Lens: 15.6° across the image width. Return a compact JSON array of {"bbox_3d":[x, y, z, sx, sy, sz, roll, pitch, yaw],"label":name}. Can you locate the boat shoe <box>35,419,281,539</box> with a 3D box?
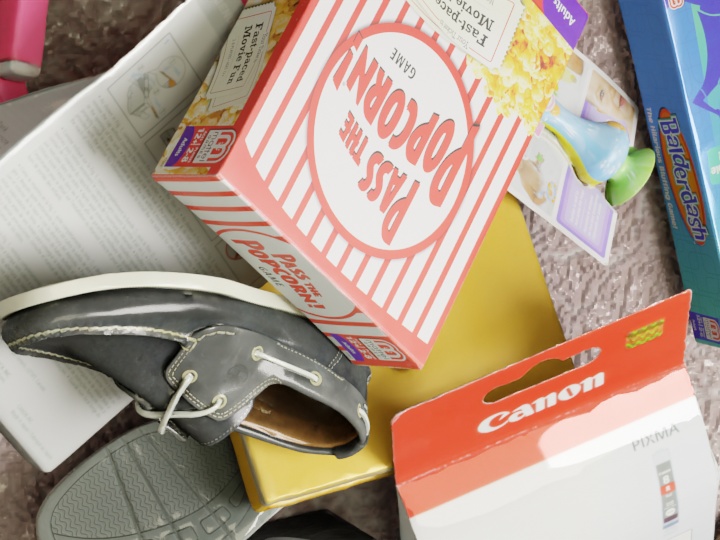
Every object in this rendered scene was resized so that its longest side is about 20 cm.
[{"bbox_3d":[-0.066,0.096,1.296,0.202,0.065,0.075,-30,86,-16],"label":"boat shoe"}]

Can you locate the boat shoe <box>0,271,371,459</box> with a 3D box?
[{"bbox_3d":[-0.072,0.042,1.162,0.200,0.072,0.068,14,65,-42],"label":"boat shoe"}]

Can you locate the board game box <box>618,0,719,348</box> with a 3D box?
[{"bbox_3d":[0.227,-0.077,1.392,0.152,0.045,0.200,-23,108,-24],"label":"board game box"}]

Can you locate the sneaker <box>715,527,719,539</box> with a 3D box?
[{"bbox_3d":[0.238,0.201,1.442,0.108,0.070,0.200,42,64,-42],"label":"sneaker"}]

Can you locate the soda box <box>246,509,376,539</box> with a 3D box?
[{"bbox_3d":[-0.090,0.175,1.295,0.200,0.071,0.063,-12,104,-21],"label":"soda box"}]

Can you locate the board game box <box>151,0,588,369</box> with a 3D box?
[{"bbox_3d":[0.010,-0.080,1.173,0.151,0.046,0.200,43,63,-37],"label":"board game box"}]

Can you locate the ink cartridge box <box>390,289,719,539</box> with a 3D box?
[{"bbox_3d":[0.099,0.107,1.284,0.162,0.050,0.200,-22,149,-11],"label":"ink cartridge box"}]

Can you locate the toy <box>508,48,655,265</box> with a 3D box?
[{"bbox_3d":[0.075,-0.105,1.299,0.200,0.047,0.115,40,45,-26],"label":"toy"}]

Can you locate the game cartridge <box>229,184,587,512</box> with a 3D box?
[{"bbox_3d":[0.000,0.000,1.285,0.176,0.032,0.200,-14,78,-20],"label":"game cartridge"}]

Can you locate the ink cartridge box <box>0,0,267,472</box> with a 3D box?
[{"bbox_3d":[-0.114,-0.026,1.181,0.200,0.047,0.160,-43,135,-10],"label":"ink cartridge box"}]

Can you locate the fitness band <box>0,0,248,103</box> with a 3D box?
[{"bbox_3d":[-0.107,-0.125,1.219,0.143,0.037,0.200,15,77,-39],"label":"fitness band"}]
